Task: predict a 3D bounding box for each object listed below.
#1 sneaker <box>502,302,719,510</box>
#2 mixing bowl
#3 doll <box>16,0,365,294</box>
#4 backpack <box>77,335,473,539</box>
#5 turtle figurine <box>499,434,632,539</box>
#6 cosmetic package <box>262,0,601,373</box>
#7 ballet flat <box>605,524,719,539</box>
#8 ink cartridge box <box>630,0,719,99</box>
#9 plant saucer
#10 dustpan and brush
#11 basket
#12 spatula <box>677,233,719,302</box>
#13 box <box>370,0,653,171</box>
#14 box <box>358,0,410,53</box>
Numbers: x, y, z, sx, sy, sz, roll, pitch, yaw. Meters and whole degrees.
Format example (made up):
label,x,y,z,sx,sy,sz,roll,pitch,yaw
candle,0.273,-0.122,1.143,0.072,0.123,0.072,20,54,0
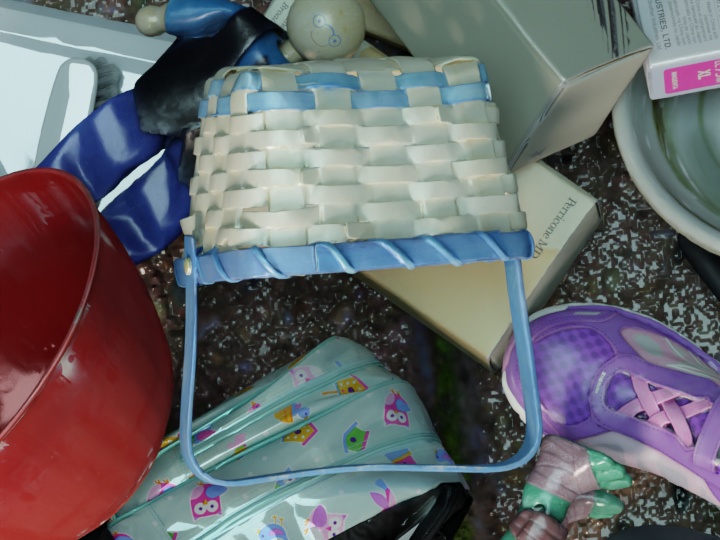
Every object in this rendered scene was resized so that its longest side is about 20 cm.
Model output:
label,x,y,z,sx,sy,sz,roll,pitch,yaw
sneaker,0.167,0.076,1.449,0.200,0.088,0.081,26,87,-2
mixing bowl,-0.163,0.062,1.398,0.108,0.200,0.200,40,87,-34
doll,-0.076,-0.070,1.457,0.200,0.048,0.137,-40,93,11
backpack,-0.046,0.128,1.450,0.200,0.167,0.127,-32,80,-7
turtle figurine,0.065,0.184,1.427,0.101,0.150,0.200,30,75,-9
cosmetic package,0.016,-0.046,1.505,0.200,0.071,0.105,33,87,10
ballet flat,0.197,0.178,1.435,0.200,0.073,0.073,29,86,23
ink cartridge box,0.233,-0.161,1.473,0.199,0.042,0.120,-12,61,6
plant saucer,0.229,-0.080,1.482,0.199,0.050,0.201,-4,62,7
dustpan and brush,-0.160,-0.042,1.530,0.139,0.057,0.201,12,84,8
basket,0.000,0.000,1.387,0.176,0.139,0.201,-1,85,-18
spatula,0.217,0.042,1.456,0.200,0.056,0.021,49,135,39
box,0.053,-0.154,1.468,0.068,0.082,0.200,-24,70,-35
box,0.047,-0.193,1.547,0.199,0.021,0.164,23,85,9
